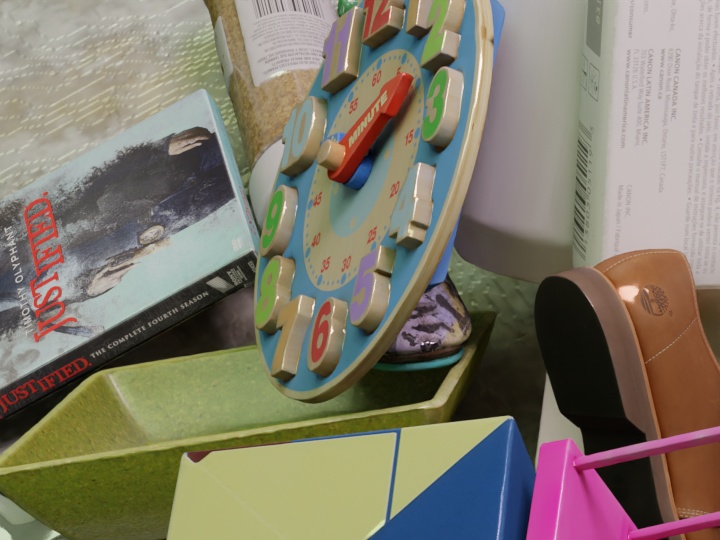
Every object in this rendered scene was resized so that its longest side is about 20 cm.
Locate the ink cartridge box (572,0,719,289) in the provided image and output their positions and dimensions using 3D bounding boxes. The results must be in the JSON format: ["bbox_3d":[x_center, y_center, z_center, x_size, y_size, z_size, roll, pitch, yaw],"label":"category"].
[{"bbox_3d":[0.190,-0.074,1.229,0.199,0.162,0.050,-2,19,-13],"label":"ink cartridge box"}]

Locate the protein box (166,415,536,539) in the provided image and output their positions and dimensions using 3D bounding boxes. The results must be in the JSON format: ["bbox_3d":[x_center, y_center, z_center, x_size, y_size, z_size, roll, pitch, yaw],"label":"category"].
[{"bbox_3d":[0.013,0.198,1.129,0.134,0.200,0.199,-7,46,16],"label":"protein box"}]

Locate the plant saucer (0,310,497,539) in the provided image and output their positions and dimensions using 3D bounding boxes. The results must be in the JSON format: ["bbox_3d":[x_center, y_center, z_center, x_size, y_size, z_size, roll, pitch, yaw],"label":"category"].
[{"bbox_3d":[-0.043,0.073,1.328,0.199,0.048,0.200,-10,9,11],"label":"plant saucer"}]

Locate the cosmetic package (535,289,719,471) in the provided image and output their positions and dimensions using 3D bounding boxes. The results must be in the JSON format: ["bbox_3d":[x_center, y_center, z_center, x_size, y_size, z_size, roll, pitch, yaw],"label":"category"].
[{"bbox_3d":[0.181,0.062,1.285,0.199,0.071,0.105,-7,45,16],"label":"cosmetic package"}]

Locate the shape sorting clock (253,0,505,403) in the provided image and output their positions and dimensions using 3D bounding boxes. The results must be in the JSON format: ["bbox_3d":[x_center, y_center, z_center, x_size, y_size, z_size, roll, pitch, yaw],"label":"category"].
[{"bbox_3d":[0.001,-0.042,1.261,0.200,0.039,0.200,-52,25,37],"label":"shape sorting clock"}]

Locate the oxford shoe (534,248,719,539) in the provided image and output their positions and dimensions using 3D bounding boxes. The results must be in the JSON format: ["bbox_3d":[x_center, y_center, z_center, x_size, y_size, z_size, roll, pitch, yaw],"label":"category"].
[{"bbox_3d":[0.130,0.087,1.211,0.071,0.201,0.071,-20,18,-28],"label":"oxford shoe"}]

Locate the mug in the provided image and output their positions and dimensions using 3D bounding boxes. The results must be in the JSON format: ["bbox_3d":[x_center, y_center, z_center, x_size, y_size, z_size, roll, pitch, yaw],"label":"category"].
[{"bbox_3d":[0.111,-0.069,1.294,0.186,0.149,0.154,17,101,37],"label":"mug"}]

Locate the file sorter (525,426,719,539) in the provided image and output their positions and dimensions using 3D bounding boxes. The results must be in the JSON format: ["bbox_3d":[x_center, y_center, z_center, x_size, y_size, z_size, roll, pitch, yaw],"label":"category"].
[{"bbox_3d":[0.155,0.165,1.088,0.125,0.200,0.139,-14,43,28],"label":"file sorter"}]

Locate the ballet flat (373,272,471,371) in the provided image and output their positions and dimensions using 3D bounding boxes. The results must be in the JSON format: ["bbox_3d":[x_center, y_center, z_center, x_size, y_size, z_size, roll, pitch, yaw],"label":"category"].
[{"bbox_3d":[0.000,0.000,1.356,0.072,0.072,0.200,-31,12,-8],"label":"ballet flat"}]

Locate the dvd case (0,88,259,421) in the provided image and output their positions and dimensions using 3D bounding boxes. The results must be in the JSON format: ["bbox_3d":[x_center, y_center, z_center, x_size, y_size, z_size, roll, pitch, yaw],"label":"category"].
[{"bbox_3d":[-0.147,0.002,1.485,0.200,0.022,0.146,-29,38,8],"label":"dvd case"}]

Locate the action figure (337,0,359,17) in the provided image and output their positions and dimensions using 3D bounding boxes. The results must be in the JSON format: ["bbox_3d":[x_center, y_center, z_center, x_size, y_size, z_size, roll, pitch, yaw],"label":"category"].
[{"bbox_3d":[0.055,-0.199,1.605,0.118,0.055,0.200,26,66,35],"label":"action figure"}]

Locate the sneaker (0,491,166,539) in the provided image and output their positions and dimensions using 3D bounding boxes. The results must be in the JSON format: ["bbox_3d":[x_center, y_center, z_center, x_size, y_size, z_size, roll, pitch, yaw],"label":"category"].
[{"bbox_3d":[-0.113,0.152,1.335,0.200,0.075,0.077,25,93,34],"label":"sneaker"}]

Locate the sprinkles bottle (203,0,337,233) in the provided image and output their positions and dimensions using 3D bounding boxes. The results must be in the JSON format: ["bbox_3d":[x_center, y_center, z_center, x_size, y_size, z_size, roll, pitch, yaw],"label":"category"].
[{"bbox_3d":[-0.035,-0.093,1.525,0.068,0.068,0.200,-19,44,4],"label":"sprinkles bottle"}]
